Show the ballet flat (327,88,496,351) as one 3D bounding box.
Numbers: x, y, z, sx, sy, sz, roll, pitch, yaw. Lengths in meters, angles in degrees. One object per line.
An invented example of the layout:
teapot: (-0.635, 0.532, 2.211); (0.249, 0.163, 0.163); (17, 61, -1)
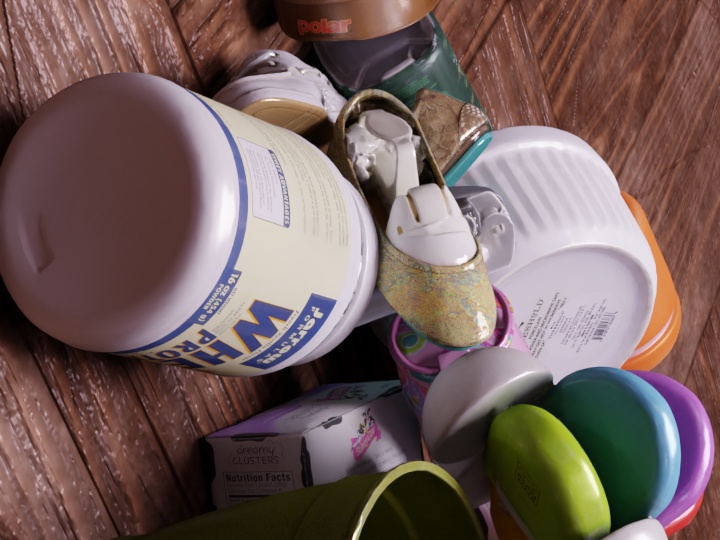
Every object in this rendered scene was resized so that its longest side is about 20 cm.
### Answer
ballet flat: (0.028, -0.037, 1.248); (0.071, 0.071, 0.200); (56, 6, -44)

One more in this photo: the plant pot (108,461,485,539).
plant pot: (-0.051, 0.207, 1.139); (0.200, 0.192, 0.201); (19, 68, -61)

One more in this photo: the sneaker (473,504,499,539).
sneaker: (0.109, 0.218, 1.356); (0.121, 0.084, 0.200); (0, 63, -51)

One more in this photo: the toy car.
toy car: (0.134, 0.123, 1.228); (0.175, 0.150, 0.200); (55, -9, 24)

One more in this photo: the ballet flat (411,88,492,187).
ballet flat: (0.001, -0.036, 1.380); (0.200, 0.065, 0.071); (-49, 171, 0)

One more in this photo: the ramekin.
ramekin: (0.107, 0.011, 1.455); (0.200, 0.200, 0.105); (53, 3, -47)

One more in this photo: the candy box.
candy box: (-0.018, 0.182, 1.344); (0.168, 0.071, 0.201); (-18, 102, -63)

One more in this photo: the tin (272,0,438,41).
tin: (0.011, -0.207, 1.423); (0.200, 0.112, 0.042); (-54, 142, -51)

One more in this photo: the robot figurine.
robot figurine: (0.195, 0.013, 1.745); (0.117, 0.144, 0.200); (-39, 131, -11)

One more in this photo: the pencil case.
pencil case: (0.077, 0.095, 1.375); (0.200, 0.087, 0.088); (72, 28, -46)

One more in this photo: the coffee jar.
coffee jar: (0.046, -0.096, 1.481); (0.200, 0.085, 0.104); (57, 1, -42)

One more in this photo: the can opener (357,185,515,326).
can opener: (0.000, 0.000, 1.318); (0.067, 0.200, 0.053); (-123, -166, -66)

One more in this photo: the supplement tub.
supplement tub: (-0.088, -0.019, 1.155); (0.200, 0.145, 0.145); (17, 71, -61)

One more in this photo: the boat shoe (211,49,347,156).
boat shoe: (-0.056, -0.103, 1.324); (0.069, 0.071, 0.200); (61, 12, 10)
